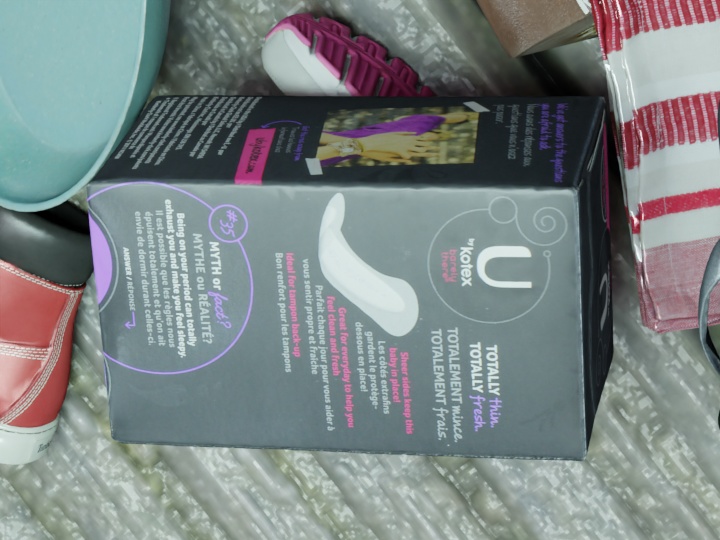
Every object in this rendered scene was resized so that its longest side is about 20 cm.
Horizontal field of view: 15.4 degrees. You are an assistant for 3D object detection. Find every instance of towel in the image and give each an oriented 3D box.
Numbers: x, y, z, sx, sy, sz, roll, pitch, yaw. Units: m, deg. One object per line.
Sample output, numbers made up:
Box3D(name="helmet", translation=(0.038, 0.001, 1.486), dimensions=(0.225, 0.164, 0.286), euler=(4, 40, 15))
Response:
Box3D(name="towel", translation=(0.175, -0.080, 1.123), dimensions=(0.144, 0.023, 0.201), euler=(-11, 103, -3))

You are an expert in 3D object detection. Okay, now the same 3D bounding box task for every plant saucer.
Box3D(name="plant saucer", translation=(-0.139, -0.127, 1.183), dimensions=(0.200, 0.036, 0.201), euler=(7, 99, 50))

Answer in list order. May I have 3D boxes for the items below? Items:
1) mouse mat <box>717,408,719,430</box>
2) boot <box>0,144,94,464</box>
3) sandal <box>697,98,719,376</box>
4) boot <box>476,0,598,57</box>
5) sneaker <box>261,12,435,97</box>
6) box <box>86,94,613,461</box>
Box3D(name="mouse mat", translation=(0.248, 0.003, 1.080), dimensions=(0.199, 0.008, 0.161), euler=(2, 121, -25))
Box3D(name="boot", translation=(-0.225, -0.007, 1.269), dimensions=(0.199, 0.072, 0.145), euler=(18, 110, 3))
Box3D(name="sandal", translation=(0.169, -0.003, 1.100), dimensions=(0.043, 0.076, 0.201), euler=(21, 124, 43))
Box3D(name="boot", translation=(0.022, -0.158, 1.154), dimensions=(0.186, 0.064, 0.200), euler=(-34, 98, 21))
Box3D(name="sneaker", translation=(0.008, -0.020, 1.185), dimensions=(0.088, 0.081, 0.200), euler=(-32, 94, 21))
Box3D(name="box", translation=(0.000, 0.000, 1.098), dimensions=(0.199, 0.106, 0.123), euler=(2, 114, 12))
